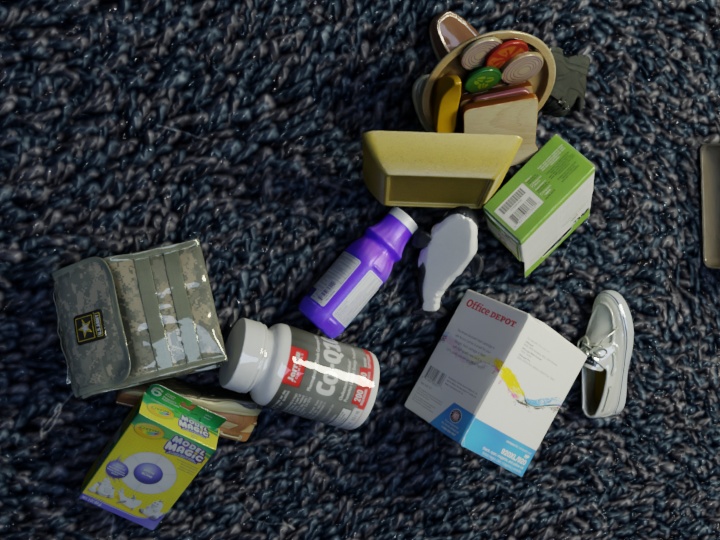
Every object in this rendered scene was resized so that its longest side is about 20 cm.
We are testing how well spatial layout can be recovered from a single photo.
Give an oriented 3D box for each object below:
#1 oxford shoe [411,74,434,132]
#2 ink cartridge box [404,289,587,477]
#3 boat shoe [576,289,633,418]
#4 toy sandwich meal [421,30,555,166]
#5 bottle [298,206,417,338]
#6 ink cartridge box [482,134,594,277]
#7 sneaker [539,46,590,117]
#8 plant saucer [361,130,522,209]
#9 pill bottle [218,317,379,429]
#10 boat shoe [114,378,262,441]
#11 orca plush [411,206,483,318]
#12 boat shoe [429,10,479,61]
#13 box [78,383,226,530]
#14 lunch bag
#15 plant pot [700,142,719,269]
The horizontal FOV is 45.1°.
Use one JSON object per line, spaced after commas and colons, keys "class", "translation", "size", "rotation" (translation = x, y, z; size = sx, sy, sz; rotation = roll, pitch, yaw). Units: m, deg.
{"class": "oxford shoe", "translation": [0.145, -0.195, 1.246], "size": [0.075, 0.058, 0.201], "rotation": [-36, 104, -7]}
{"class": "ink cartridge box", "translation": [0.195, 0.158, 1.249], "size": [0.144, 0.147, 0.201], "rotation": [31, 87, -32]}
{"class": "boat shoe", "translation": [0.366, 0.134, 1.348], "size": [0.085, 0.074, 0.204], "rotation": [-9, 107, -33]}
{"class": "toy sandwich meal", "translation": [0.173, -0.219, 1.141], "size": [0.203, 0.071, 0.206], "rotation": [-9, 142, -7]}
{"class": "bottle", "translation": [0.000, 0.000, 1.213], "size": [0.065, 0.083, 0.200], "rotation": [43, 83, -24]}
{"class": "ink cartridge box", "translation": [0.260, -0.084, 1.255], "size": [0.148, 0.200, 0.076], "rotation": [-44, 70, -2]}
{"class": "sneaker", "translation": [0.267, -0.265, 1.228], "size": [0.199, 0.075, 0.092], "rotation": [-5, 93, -43]}
{"class": "plant saucer", "translation": [0.100, -0.124, 1.139], "size": [0.197, 0.200, 0.049], "rotation": [1, 78, 1]}
{"class": "pill bottle", "translation": [-0.084, 0.139, 1.185], "size": [0.198, 0.114, 0.115], "rotation": [19, 91, -21]}
{"class": "boat shoe", "translation": [-0.232, 0.193, 1.172], "size": [0.198, 0.076, 0.075], "rotation": [13, 97, -18]}
{"class": "orca plush", "translation": [0.131, -0.020, 1.246], "size": [0.104, 0.071, 0.202], "rotation": [11, 129, 16]}
{"class": "boat shoe", "translation": [0.175, -0.287, 1.234], "size": [0.076, 0.072, 0.200], "rotation": [-45, 107, -7]}
{"class": "box", "translation": [-0.271, 0.245, 1.138], "size": [0.117, 0.049, 0.201], "rotation": [30, 113, -18]}
{"class": "lunch bag", "translation": [-0.285, 0.063, 1.101], "size": [0.198, 0.118, 0.166], "rotation": [-12, 83, -14]}
{"class": "plant pot", "translation": [0.676, -0.110, 1.362], "size": [0.175, 0.199, 0.203], "rotation": [-11, 101, -27]}
